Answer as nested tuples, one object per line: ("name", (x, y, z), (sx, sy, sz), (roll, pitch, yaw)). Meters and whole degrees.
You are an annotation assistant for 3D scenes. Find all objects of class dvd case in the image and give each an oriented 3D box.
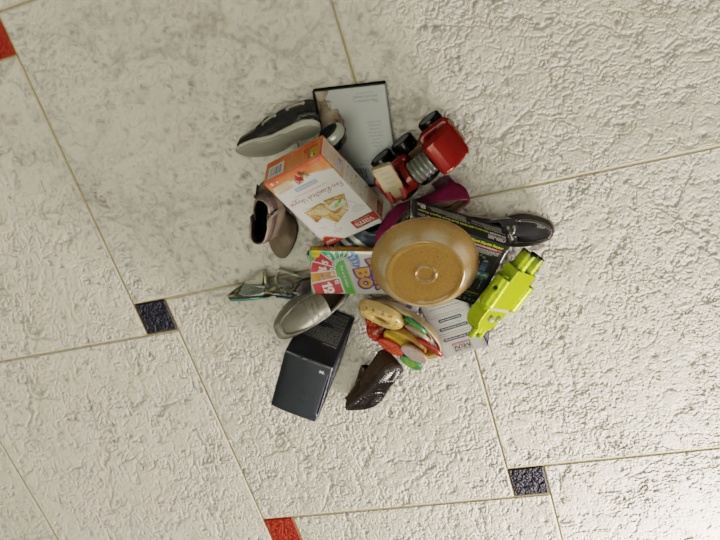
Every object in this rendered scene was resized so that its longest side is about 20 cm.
("dvd case", (-0.007, -0.253, 1.502), (0.141, 0.018, 0.202), (-3, 117, 14))

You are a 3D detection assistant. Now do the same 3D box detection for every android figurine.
("android figurine", (0.273, 0.048, 1.509), (0.041, 0.182, 0.201), (40, 102, 25))

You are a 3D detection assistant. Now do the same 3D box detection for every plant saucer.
("plant saucer", (0.117, -0.003, 1.430), (0.198, 0.036, 0.202), (1, 127, 1))

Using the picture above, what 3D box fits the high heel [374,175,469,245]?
("high heel", (0.115, -0.094, 1.481), (0.199, 0.096, 0.067), (-35, 124, 4))

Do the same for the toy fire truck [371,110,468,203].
("toy fire truck", (0.095, -0.189, 1.395), (0.175, 0.200, 0.129), (-36, 110, 19))

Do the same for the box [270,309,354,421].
("box", (-0.097, 0.187, 1.649), (0.103, 0.200, 0.149), (20, 120, 4))

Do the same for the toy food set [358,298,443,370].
("toy food set", (0.080, 0.128, 1.611), (0.197, 0.049, 0.200), (30, 156, 7))

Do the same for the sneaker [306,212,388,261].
("sneaker", (-0.019, -0.069, 1.576), (0.198, 0.075, 0.085), (-11, 108, 12))

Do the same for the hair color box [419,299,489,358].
("hair color box", (0.180, 0.072, 1.605), (0.099, 0.061, 0.201), (-18, 111, 22))

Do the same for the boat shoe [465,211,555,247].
("boat shoe", (0.271, -0.069, 1.509), (0.198, 0.063, 0.073), (2, 117, 11))

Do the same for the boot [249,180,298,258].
("boot", (-0.178, -0.088, 1.553), (0.070, 0.146, 0.202), (6, 118, 12))

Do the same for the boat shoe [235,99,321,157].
("boat shoe", (-0.160, -0.269, 1.504), (0.199, 0.074, 0.061), (-16, 72, 37))

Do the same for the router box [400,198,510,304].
("router box", (0.158, -0.033, 1.467), (0.198, 0.062, 0.151), (17, 127, -10))

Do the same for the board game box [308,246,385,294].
("board game box", (0.000, 0.000, 1.552), (0.198, 0.030, 0.096), (0, 117, 3))

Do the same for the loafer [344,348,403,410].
("loafer", (0.026, 0.242, 1.737), (0.073, 0.071, 0.200), (7, 138, -37))

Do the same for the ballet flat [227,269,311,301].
("ballet flat", (-0.187, 0.032, 1.676), (0.198, 0.072, 0.073), (0, 117, 13))

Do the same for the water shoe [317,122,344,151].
("water shoe", (-0.066, -0.201, 1.501), (0.079, 0.072, 0.200), (30, 138, -15))

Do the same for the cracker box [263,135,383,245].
("cracker box", (-0.066, -0.143, 1.470), (0.133, 0.058, 0.200), (-22, 134, 28))

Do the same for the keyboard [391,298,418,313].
("keyboard", (0.090, 0.070, 1.588), (0.056, 0.011, 0.200), (5, 156, -1))

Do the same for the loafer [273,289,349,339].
("loafer", (-0.093, 0.071, 1.591), (0.070, 0.200, 0.070), (-17, 108, 51))
